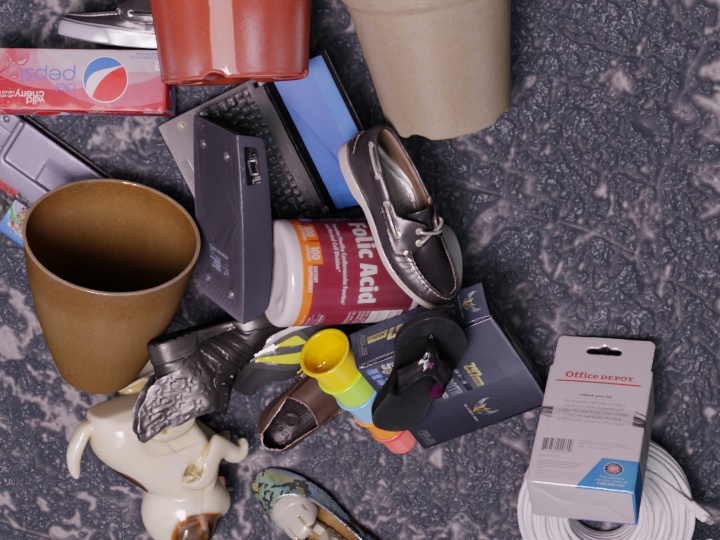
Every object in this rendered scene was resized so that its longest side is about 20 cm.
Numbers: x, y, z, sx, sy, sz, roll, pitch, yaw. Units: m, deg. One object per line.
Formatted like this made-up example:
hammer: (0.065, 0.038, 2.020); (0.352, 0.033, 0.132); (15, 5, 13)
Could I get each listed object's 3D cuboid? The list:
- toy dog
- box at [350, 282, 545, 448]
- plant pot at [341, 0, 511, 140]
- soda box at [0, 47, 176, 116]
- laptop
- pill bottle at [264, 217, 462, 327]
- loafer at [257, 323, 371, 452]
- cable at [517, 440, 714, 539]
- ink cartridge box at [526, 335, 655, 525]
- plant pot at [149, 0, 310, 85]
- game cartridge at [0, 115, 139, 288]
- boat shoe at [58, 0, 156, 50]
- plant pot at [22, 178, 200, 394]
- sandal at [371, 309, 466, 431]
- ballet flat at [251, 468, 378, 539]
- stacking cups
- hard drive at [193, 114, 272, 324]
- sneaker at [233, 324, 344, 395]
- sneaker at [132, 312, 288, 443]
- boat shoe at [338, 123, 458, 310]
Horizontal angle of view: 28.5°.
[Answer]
toy dog: (-0.217, 0.225, 1.609); (0.139, 0.194, 0.201); (4, 121, 51)
box: (0.100, 0.109, 1.548); (0.157, 0.051, 0.200); (-22, 140, 12)
plant pot: (0.075, -0.241, 1.434); (0.200, 0.201, 0.184); (-6, 118, 9)
soda box: (-0.302, -0.204, 1.533); (0.199, 0.063, 0.070); (1, 92, 3)
laptop: (-0.092, -0.117, 1.523); (0.199, 0.103, 0.178); (-27, 102, -1)
pill bottle: (0.000, 0.000, 1.512); (0.199, 0.114, 0.115); (-2, 110, -22)
loafer: (-0.043, 0.145, 1.620); (0.073, 0.071, 0.200); (40, 108, -6)
cable: (0.280, 0.272, 1.621); (0.200, 0.069, 0.200); (-36, 99, 16)
ink cartridge box: (0.257, 0.171, 1.543); (0.116, 0.200, 0.068); (4, 139, 19)
plant pot: (-0.130, -0.285, 1.406); (0.200, 0.201, 0.196); (-2, 95, 8)
game cartridge: (-0.358, -0.083, 1.609); (0.200, 0.038, 0.130); (35, 104, -5)
boat shoe: (-0.223, -0.270, 1.516); (0.199, 0.070, 0.067); (6, 96, 7)
plant pot: (-0.280, 0.033, 1.553); (0.186, 0.187, 0.200); (17, 131, 2)
sandal: (0.063, 0.115, 1.467); (0.075, 0.048, 0.201); (3, 139, -13)
ballet flat: (-0.046, 0.308, 1.674); (0.200, 0.074, 0.074); (35, 108, -4)
stacking cups: (0.004, 0.138, 1.579); (0.060, 0.061, 0.200); (-25, 139, 14)
hard drive: (-0.135, -0.057, 1.492); (0.042, 0.135, 0.201); (-9, 110, -26)
sneaker: (-0.077, 0.074, 1.612); (0.199, 0.075, 0.085); (-25, 125, 11)
sneaker: (-0.157, 0.109, 1.526); (0.199, 0.060, 0.105); (-16, 99, -20)
boat shoe: (0.050, -0.056, 1.447); (0.060, 0.074, 0.201); (-27, 88, 46)
